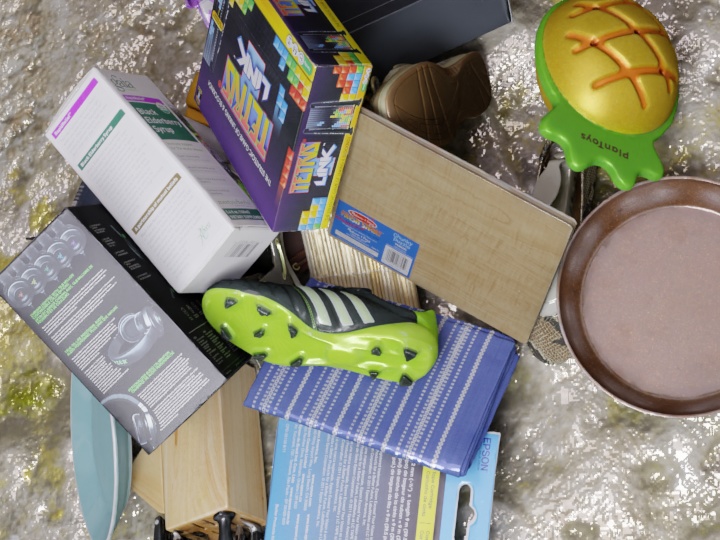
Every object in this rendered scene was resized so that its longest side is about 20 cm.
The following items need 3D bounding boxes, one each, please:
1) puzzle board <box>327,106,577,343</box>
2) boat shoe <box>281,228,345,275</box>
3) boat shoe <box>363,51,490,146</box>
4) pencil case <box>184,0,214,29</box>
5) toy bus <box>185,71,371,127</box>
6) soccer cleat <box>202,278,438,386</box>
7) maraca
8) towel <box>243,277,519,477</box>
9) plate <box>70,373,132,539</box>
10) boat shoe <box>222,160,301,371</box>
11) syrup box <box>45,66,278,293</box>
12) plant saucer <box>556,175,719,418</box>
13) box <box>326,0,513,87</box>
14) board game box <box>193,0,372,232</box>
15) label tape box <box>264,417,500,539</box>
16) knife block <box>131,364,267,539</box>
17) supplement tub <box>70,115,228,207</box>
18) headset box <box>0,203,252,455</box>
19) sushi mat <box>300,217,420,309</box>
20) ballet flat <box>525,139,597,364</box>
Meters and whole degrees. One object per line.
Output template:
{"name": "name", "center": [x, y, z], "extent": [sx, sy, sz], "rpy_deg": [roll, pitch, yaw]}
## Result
{"name": "puzzle board", "center": [0.071, -0.037, 1.338], "extent": [0.199, 0.151, 0.017], "rpy_deg": [29, 50, 12]}
{"name": "boat shoe", "center": [-0.029, -0.031, 1.469], "extent": [0.199, 0.070, 0.071], "rpy_deg": [-19, 94, 24]}
{"name": "boat shoe", "center": [0.052, -0.145, 1.404], "extent": [0.062, 0.200, 0.074], "rpy_deg": [-6, 99, 28]}
{"name": "pencil case", "center": [-0.071, -0.287, 1.551], "extent": [0.200, 0.086, 0.084], "rpy_deg": [-36, 28, 7]}
{"name": "toy bus", "center": [-0.078, -0.148, 1.515], "extent": [0.199, 0.078, 0.065], "rpy_deg": [19, 82, 27]}
{"name": "soccer cleat", "center": [-0.032, 0.042, 1.347], "extent": [0.199, 0.068, 0.081], "rpy_deg": [14, 35, 0]}
{"name": "maraca", "center": [0.206, -0.153, 1.359], "extent": [0.136, 0.107, 0.201], "rpy_deg": [18, 52, -11]}
{"name": "towel", "center": [0.020, 0.089, 1.363], "extent": [0.199, 0.024, 0.145], "rpy_deg": [17, 54, 15]}
{"name": "plate", "center": [-0.232, 0.150, 1.460], "extent": [0.025, 0.200, 0.201], "rpy_deg": [-2, 68, -20]}
{"name": "boat shoe", "center": [-0.094, 0.002, 1.428], "extent": [0.072, 0.060, 0.203], "rpy_deg": [-10, 92, 25]}
{"name": "syrup box", "center": [-0.169, -0.077, 1.377], "extent": [0.082, 0.079, 0.200], "rpy_deg": [-48, 70, 19]}
{"name": "plant saucer", "center": [0.260, 0.023, 1.323], "extent": [0.199, 0.034, 0.202], "rpy_deg": [-3, 75, 10]}
{"name": "box", "center": [0.017, -0.251, 1.462], "extent": [0.199, 0.079, 0.142], "rpy_deg": [-25, 50, -5]}
{"name": "board game box", "center": [-0.071, -0.158, 1.363], "extent": [0.200, 0.056, 0.166], "rpy_deg": [57, 141, 42]}
{"name": "label tape box", "center": [0.022, 0.204, 1.375], "extent": [0.199, 0.066, 0.144], "rpy_deg": [2, 75, 19]}
{"name": "knife block", "center": [-0.117, 0.193, 1.422], "extent": [0.175, 0.064, 0.201], "rpy_deg": [30, 87, 39]}
{"name": "supplement tub", "center": [-0.200, -0.042, 1.502], "extent": [0.140, 0.140, 0.201], "rpy_deg": [19, 83, 27]}
{"name": "headset box", "center": [-0.196, 0.036, 1.340], "extent": [0.093, 0.174, 0.200], "rpy_deg": [-43, 91, 5]}
{"name": "sushi mat", "center": [0.000, 0.000, 1.421], "extent": [0.095, 0.012, 0.201], "rpy_deg": [-8, 100, 21]}
{"name": "ballet flat", "center": [0.161, -0.025, 1.375], "extent": [0.067, 0.075, 0.201], "rpy_deg": [3, 76, 23]}
